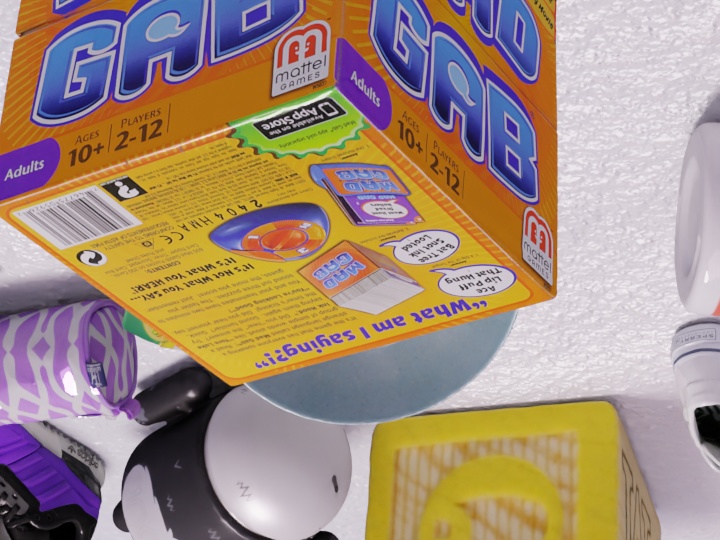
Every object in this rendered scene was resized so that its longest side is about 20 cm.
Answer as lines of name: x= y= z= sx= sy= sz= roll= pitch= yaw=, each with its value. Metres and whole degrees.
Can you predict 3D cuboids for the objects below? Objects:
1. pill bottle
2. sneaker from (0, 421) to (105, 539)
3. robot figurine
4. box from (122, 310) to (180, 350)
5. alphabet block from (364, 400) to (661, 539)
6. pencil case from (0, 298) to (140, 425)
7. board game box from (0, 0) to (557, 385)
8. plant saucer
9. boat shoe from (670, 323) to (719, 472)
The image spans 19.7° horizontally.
pill bottle: x=0.288 y=-0.024 z=1.192 sx=0.198 sy=0.112 sz=0.112 roll=3 pitch=149 yaw=0
sneaker: x=-0.269 y=0.163 z=1.562 sx=0.069 sy=0.100 sz=0.200 roll=-22 pitch=141 yaw=33
robot figurine: x=-0.094 y=0.155 z=1.515 sx=0.150 sy=0.126 sz=0.200 roll=20 pitch=145 yaw=-35
box: x=-0.052 y=0.017 z=1.357 sx=0.199 sy=0.049 sz=0.118 roll=8 pitch=148 yaw=-11
alphabet block: x=0.118 y=0.233 z=1.548 sx=0.194 sy=0.197 sz=0.200 roll=-7 pitch=147 yaw=14
pencil case: x=-0.246 y=0.074 z=1.430 sx=0.199 sy=0.084 sz=0.086 roll=-9 pitch=110 yaw=22
board game box: x=-0.034 y=-0.091 z=1.030 sx=0.199 sy=0.201 sz=0.200 roll=-16 pitch=143 yaw=29
plant saucer: x=0.000 y=0.000 z=1.277 sx=0.199 sy=0.039 sz=0.202 roll=-3 pitch=117 yaw=-5
boat shoe: x=0.260 y=0.113 z=1.459 sx=0.073 sy=0.067 sz=0.200 roll=-13 pitch=145 yaw=25
